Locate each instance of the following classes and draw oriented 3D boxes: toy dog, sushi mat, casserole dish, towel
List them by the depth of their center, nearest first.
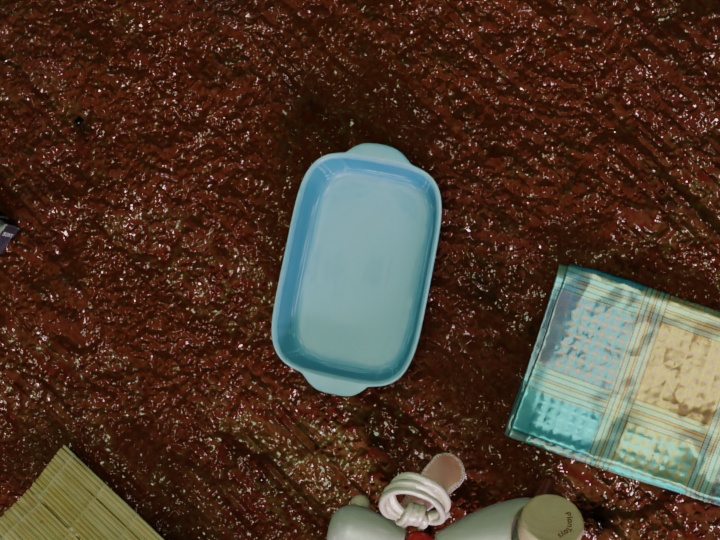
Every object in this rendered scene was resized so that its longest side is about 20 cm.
[{"bbox_3d":[0.082,0.189,1.552,0.199,0.097,0.132,23,133,-16],"label":"toy dog"},{"bbox_3d":[0.226,0.090,1.571,0.199,0.022,0.148,18,91,11],"label":"towel"},{"bbox_3d":[-0.207,0.232,1.608,0.096,0.012,0.200,-46,59,-9],"label":"sushi mat"},{"bbox_3d":[0.000,0.000,1.612,0.120,0.039,0.201,11,88,12],"label":"casserole dish"}]

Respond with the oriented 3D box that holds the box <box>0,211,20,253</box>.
[{"bbox_3d":[-0.403,-0.040,1.695,0.200,0.036,0.143,38,94,10],"label":"box"}]
